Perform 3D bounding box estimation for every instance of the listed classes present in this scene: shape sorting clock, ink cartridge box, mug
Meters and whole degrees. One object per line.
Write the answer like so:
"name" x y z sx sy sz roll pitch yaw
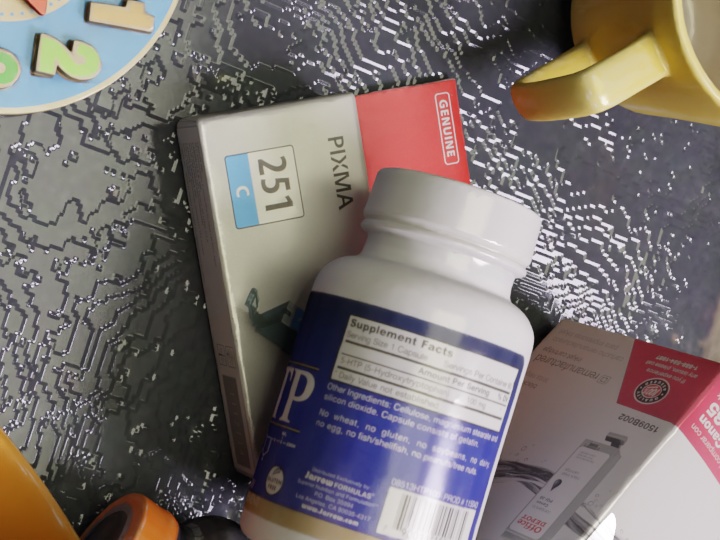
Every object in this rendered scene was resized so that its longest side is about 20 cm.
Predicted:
"shape sorting clock" -0.181 -0.179 0.847 0.200 0.039 0.200 -1 92 -26
"ink cartridge box" 0.113 0.134 0.933 0.200 0.146 0.083 -46 120 -17
"ink cartridge box" 0.000 0.000 0.937 0.176 0.045 0.200 -12 97 -23
"mug" 0.182 -0.151 0.957 0.186 0.153 0.150 4 91 -25

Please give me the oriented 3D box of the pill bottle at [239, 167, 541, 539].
"pill bottle" 0.022 0.056 0.859 0.120 0.120 0.200 20 84 -25

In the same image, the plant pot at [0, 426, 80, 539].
"plant pot" -0.246 0.139 0.756 0.183 0.200 0.200 -38 108 -3

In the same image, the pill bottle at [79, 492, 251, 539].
"pill bottle" -0.063 0.200 0.881 0.200 0.106 0.106 41 75 -20
